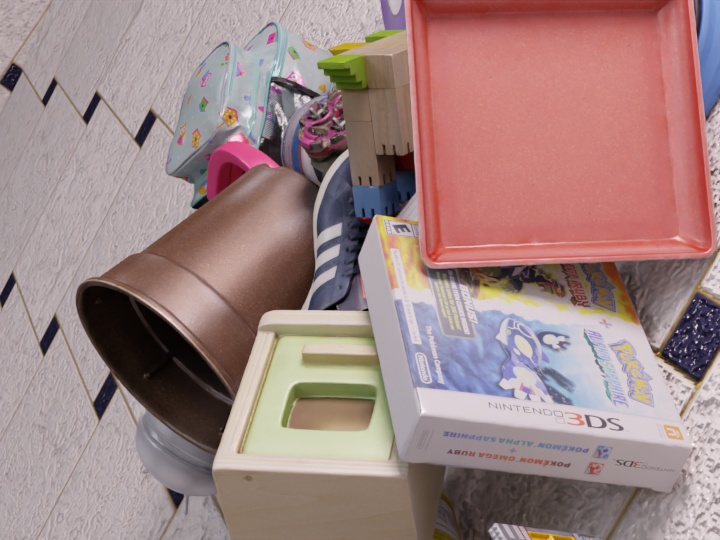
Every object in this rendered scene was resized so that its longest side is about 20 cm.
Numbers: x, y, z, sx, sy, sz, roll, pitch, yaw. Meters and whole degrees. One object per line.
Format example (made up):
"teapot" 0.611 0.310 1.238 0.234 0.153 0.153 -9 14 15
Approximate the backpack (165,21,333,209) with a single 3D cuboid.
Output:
"backpack" -0.112 -0.164 1.577 0.176 0.153 0.200 -36 30 52

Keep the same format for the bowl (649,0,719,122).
"bowl" 0.179 -0.170 1.084 0.200 0.039 0.201 -11 73 40

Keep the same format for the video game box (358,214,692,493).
"video game box" 0.101 0.050 0.958 0.200 0.182 0.047 -102 28 -50

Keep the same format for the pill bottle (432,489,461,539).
"pill bottle" 0.020 0.214 1.045 0.114 0.114 0.200 -51 29 25

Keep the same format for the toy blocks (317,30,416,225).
"toy blocks" 0.051 -0.115 1.144 0.100 0.200 0.137 5 111 34

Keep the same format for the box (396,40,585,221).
"box" 0.101 -0.092 1.082 0.200 0.039 0.041 -53 51 19

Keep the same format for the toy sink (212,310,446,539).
"toy sink" -0.009 0.098 1.013 0.200 0.130 0.112 -73 -21 -48

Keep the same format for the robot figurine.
"robot figurine" -0.143 0.133 1.414 0.170 0.113 0.200 41 105 46

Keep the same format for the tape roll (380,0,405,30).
"tape roll" 0.060 -0.305 1.362 0.200 0.065 0.201 178 90 -82

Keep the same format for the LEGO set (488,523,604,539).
"LEGO set" 0.090 0.243 0.857 0.200 0.116 0.154 -47 48 29

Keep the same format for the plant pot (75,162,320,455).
"plant pot" -0.107 0.025 1.277 0.198 0.200 0.200 -45 16 -28

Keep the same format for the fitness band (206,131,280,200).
"fitness band" -0.096 -0.052 1.440 0.037 0.144 0.200 -32 -16 -19

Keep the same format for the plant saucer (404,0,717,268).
"plant saucer" 0.131 -0.100 0.994 0.037 0.199 0.201 113 154 -78

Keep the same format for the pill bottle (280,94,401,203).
"pill bottle" -0.014 -0.111 1.371 0.112 0.112 0.200 -65 11 1

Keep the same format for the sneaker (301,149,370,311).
"sneaker" 0.000 0.000 1.173 0.084 0.075 0.201 18 98 65

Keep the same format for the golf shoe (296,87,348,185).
"golf shoe" 0.038 -0.139 1.250 0.200 0.092 0.073 -38 41 -13
